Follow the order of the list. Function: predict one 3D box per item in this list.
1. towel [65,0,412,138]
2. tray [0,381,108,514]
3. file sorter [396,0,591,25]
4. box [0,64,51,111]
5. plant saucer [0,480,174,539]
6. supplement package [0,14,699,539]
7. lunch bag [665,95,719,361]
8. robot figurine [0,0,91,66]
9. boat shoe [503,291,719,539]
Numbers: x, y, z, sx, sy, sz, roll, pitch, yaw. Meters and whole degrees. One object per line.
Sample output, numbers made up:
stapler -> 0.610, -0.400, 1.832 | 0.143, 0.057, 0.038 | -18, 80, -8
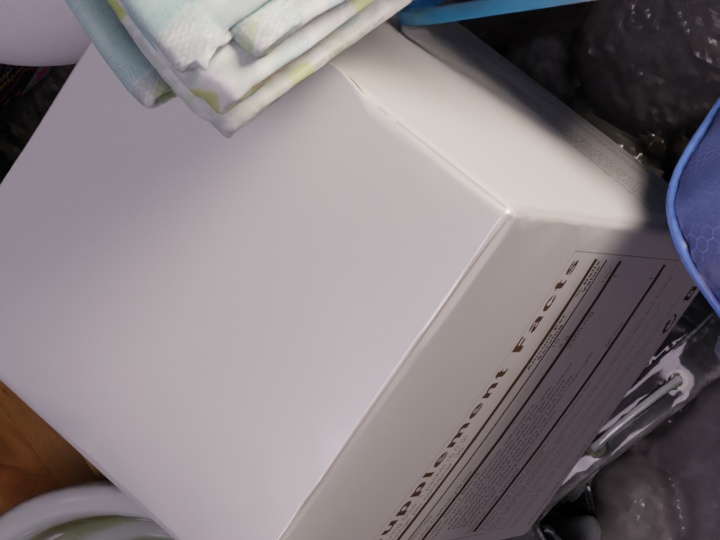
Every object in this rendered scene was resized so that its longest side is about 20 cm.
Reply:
towel -> -0.027, -0.154, 0.561 | 0.171, 0.048, 0.201 | -34, 88, -15
tray -> -0.125, 0.069, 0.805 | 0.098, 0.037, 0.200 | -13, 140, 10
file sorter -> 0.063, -0.179, 0.666 | 0.122, 0.139, 0.201 | -5, 105, 27
box -> -0.198, -0.130, 0.785 | 0.200, 0.132, 0.115 | 37, 134, 7
plant saucer -> -0.053, 0.157, 0.799 | 0.199, 0.050, 0.201 | 11, 112, 27
supplement package -> 0.000, 0.000, 0.665 | 0.121, 0.200, 0.120 | 40, 104, 20
lunch bag -> 0.164, -0.010, 0.641 | 0.132, 0.200, 0.136 | -35, 95, 28
robot figurine -> -0.097, -0.144, 0.663 | 0.124, 0.200, 0.151 | 13, 122, -26
boat shoe -> 0.049, 0.075, 0.789 | 0.071, 0.072, 0.200 | 43, 116, 10
